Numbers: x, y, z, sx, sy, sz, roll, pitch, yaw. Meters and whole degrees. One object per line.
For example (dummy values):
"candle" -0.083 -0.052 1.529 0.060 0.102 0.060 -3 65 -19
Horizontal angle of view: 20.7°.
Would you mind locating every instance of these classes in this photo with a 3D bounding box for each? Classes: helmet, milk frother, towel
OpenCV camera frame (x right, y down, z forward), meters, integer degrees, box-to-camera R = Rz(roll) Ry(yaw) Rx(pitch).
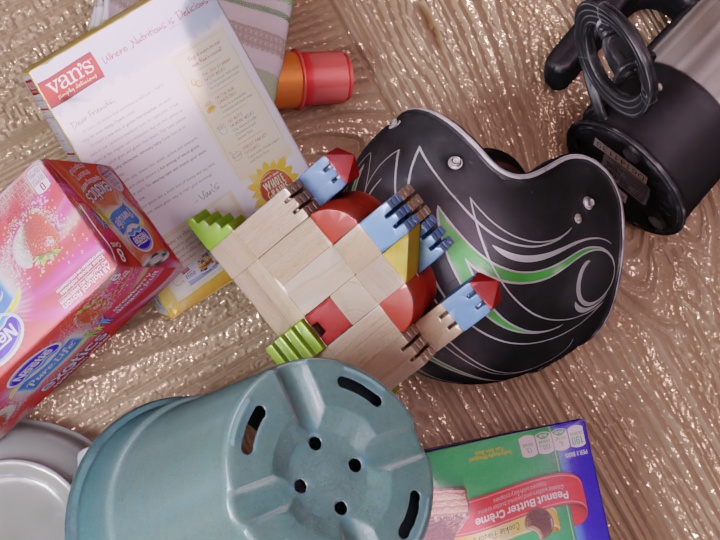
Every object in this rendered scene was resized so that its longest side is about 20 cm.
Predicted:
"helmet" 0.076 -0.017 1.434 0.190 0.200 0.201 -1 82 -27
"milk frother" 0.251 -0.161 1.500 0.180 0.200 0.188 45 73 -2
"towel" -0.120 -0.211 1.453 0.148 0.031 0.201 13 59 -11

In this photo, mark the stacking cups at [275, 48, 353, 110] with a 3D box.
"stacking cups" -0.104 -0.134 1.470 0.199 0.060 0.061 -2 83 -19

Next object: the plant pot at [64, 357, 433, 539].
"plant pot" -0.063 0.154 1.274 0.199 0.196 0.201 11 67 -27

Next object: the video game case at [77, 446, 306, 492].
"video game case" -0.099 0.217 1.362 0.199 0.024 0.183 7 68 -29

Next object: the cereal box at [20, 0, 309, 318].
"cereal box" -0.126 -0.088 1.378 0.144 0.039 0.201 -32 103 -15

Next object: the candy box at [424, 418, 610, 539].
"candy box" 0.100 0.225 1.462 0.168 0.077 0.201 -10 86 -18

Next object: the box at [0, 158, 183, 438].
"box" -0.230 0.025 1.307 0.200 0.100 0.096 -41 76 16

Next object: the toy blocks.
"toy blocks" 0.000 0.000 1.324 0.137 0.100 0.200 -39 90 26

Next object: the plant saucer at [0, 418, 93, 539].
"plant saucer" -0.240 0.187 1.352 0.199 0.050 0.201 4 62 -8
